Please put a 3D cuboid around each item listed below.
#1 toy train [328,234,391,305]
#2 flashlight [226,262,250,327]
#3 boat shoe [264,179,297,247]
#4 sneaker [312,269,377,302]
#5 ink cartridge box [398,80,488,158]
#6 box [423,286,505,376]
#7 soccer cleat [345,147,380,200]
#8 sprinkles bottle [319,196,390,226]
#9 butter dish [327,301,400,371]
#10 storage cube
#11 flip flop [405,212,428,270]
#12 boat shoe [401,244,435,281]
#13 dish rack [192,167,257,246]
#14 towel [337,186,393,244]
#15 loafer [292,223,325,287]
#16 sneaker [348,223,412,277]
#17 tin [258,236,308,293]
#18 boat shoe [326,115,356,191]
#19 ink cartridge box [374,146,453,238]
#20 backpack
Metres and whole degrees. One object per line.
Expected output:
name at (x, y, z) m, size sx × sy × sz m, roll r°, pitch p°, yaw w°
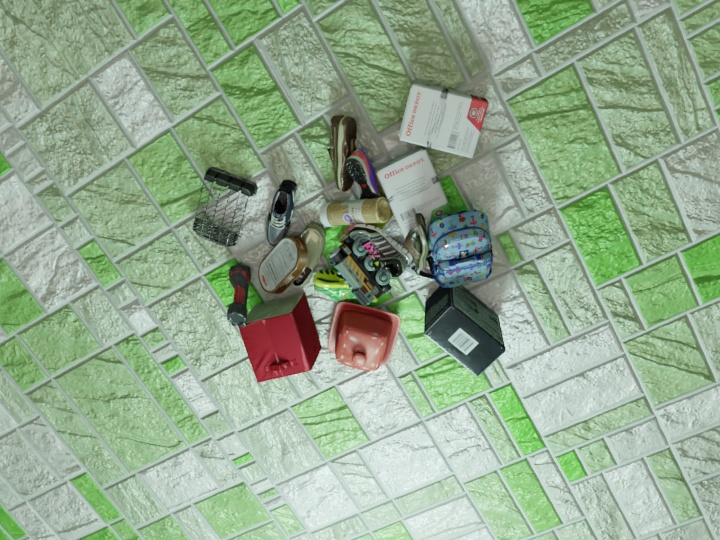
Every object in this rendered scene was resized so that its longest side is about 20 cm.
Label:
toy train at (0.000, 0.000, 1.747) m, size 0.114 × 0.085 × 0.201 m, roll -41°, pitch 102°, yaw -11°
flashlight at (-0.347, 0.066, 1.780) m, size 0.067 × 0.201 × 0.069 m, roll 3°, pitch 129°, yaw -6°
boat shoe at (-0.229, -0.146, 1.745) m, size 0.074 × 0.093 × 0.202 m, roll 15°, pitch 112°, yaw 0°
sneaker at (-0.043, 0.050, 1.825) m, size 0.198 × 0.075 × 0.084 m, roll 16°, pitch 147°, yaw -9°
ink cartridge box at (0.209, -0.388, 1.608) m, size 0.197 × 0.084 × 0.146 m, roll 14°, pitch 113°, yaw 0°
box at (0.286, 0.153, 1.750) m, size 0.199 × 0.199 × 0.123 m, roll 39°, pitch 113°, yaw -9°
soccer cleat at (0.024, -0.232, 1.691) m, size 0.068 × 0.073 × 0.201 m, roll -2°, pitch 129°, yaw 34°
sprinkles bottle at (-0.017, -0.156, 1.687) m, size 0.198 × 0.068 × 0.069 m, roll -1°, pitch 115°, yaw 38°
butter dish at (0.003, 0.217, 1.824) m, size 0.197 × 0.148 × 0.201 m, roll 13°, pitch 123°, yaw 0°
storage cube at (-0.228, 0.191, 1.825) m, size 0.169 × 0.200 × 0.182 m, roll -14°, pitch 104°, yaw 12°
flip flop at (0.145, -0.069, 1.647) m, size 0.057 × 0.082 × 0.201 m, roll -3°, pitch 148°, yaw 0°
boat shoe at (0.163, -0.014, 1.768) m, size 0.198 × 0.069 × 0.073 m, roll 24°, pitch 112°, yaw -4°
dish rack at (-0.389, -0.172, 1.775) m, size 0.152 × 0.055 × 0.202 m, roll 20°, pitch 114°, yaw -1°
towel at (0.023, -0.133, 1.764) m, size 0.086 × 0.018 × 0.201 m, roll 35°, pitch 111°, yaw -9°
loafer at (-0.150, -0.035, 1.793) m, size 0.075 × 0.068 × 0.202 m, roll 16°, pitch 112°, yaw -1°
sneaker at (0.048, -0.049, 1.681) m, size 0.199 × 0.088 × 0.074 m, roll 32°, pitch 152°, yaw -21°
tin at (-0.222, -0.016, 1.782) m, size 0.200 × 0.042 × 0.113 m, roll -44°, pitch 57°, yaw 33°
boat shoe at (-0.053, -0.315, 1.683) m, size 0.074 × 0.074 × 0.205 m, roll 22°, pitch 121°, yaw 30°
ink cartridge box at (0.142, -0.208, 1.678) m, size 0.145 × 0.084 × 0.202 m, roll -24°, pitch 107°, yaw 5°
backpack at (0.263, -0.063, 1.650) m, size 0.180 × 0.136 × 0.201 m, roll -10°, pitch 151°, yaw 0°
